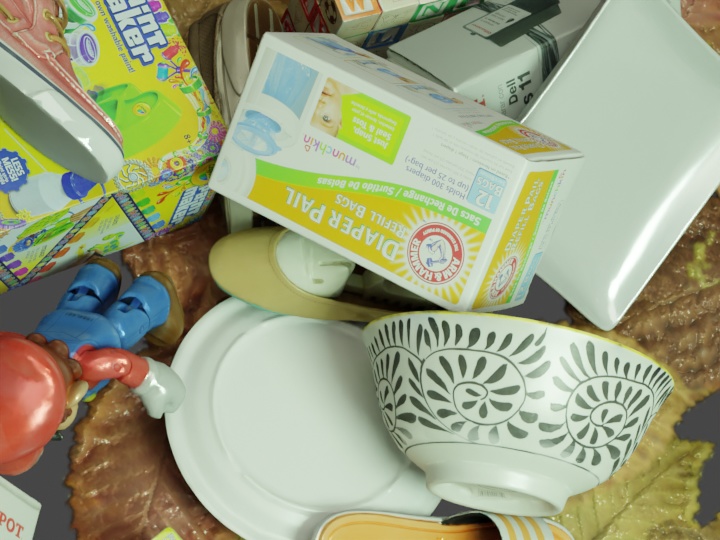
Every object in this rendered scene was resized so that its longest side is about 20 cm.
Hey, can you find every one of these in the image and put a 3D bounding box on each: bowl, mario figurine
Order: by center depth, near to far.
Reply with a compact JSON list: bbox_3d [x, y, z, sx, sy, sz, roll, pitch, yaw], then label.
[{"bbox_3d":[0.091,0.100,1.495,0.201,0.201,0.094,14,73,-9],"label":"bowl"},{"bbox_3d":[-0.193,0.072,1.496,0.106,0.123,0.200,60,34,-11],"label":"mario figurine"}]

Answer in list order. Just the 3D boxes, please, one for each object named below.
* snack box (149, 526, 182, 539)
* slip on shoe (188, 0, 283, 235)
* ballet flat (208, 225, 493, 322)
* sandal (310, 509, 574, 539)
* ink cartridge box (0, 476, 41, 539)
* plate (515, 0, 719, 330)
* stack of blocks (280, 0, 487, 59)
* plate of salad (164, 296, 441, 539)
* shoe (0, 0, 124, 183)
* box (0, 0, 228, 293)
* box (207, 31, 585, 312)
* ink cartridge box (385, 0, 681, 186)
[{"bbox_3d":[-0.110,0.281,1.470,0.142,0.053,0.200,-39,82,-24],"label":"snack box"},{"bbox_3d":[-0.086,-0.089,1.634,0.061,0.076,0.200,-11,79,28],"label":"slip on shoe"},{"bbox_3d":[0.000,0.000,1.570,0.200,0.063,0.069,12,58,-22],"label":"ballet flat"},{"bbox_3d":[0.066,0.193,1.525,0.207,0.059,0.079,7,81,-32],"label":"sandal"},{"bbox_3d":[-0.277,0.203,1.394,0.085,0.146,0.200,0,65,24],"label":"ink cartridge box"},{"bbox_3d":[0.170,-0.081,1.620,0.200,0.200,0.032,-53,44,1],"label":"plate"},{"bbox_3d":[0.054,-0.195,1.683,0.200,0.115,0.059,-14,72,-21],"label":"stack of blocks"},{"bbox_3d":[-0.034,0.102,1.569,0.200,0.048,0.200,8,62,-14],"label":"plate of salad"},{"bbox_3d":[-0.205,-0.147,1.478,0.200,0.071,0.091,40,69,7],"label":"shoe"},{"bbox_3d":[-0.219,-0.111,1.569,0.193,0.122,0.200,-22,75,-23],"label":"box"},{"bbox_3d":[0.023,-0.063,1.506,0.200,0.101,0.113,27,105,22],"label":"box"},{"bbox_3d":[0.125,-0.117,1.646,0.200,0.147,0.083,-28,38,-23],"label":"ink cartridge box"}]
